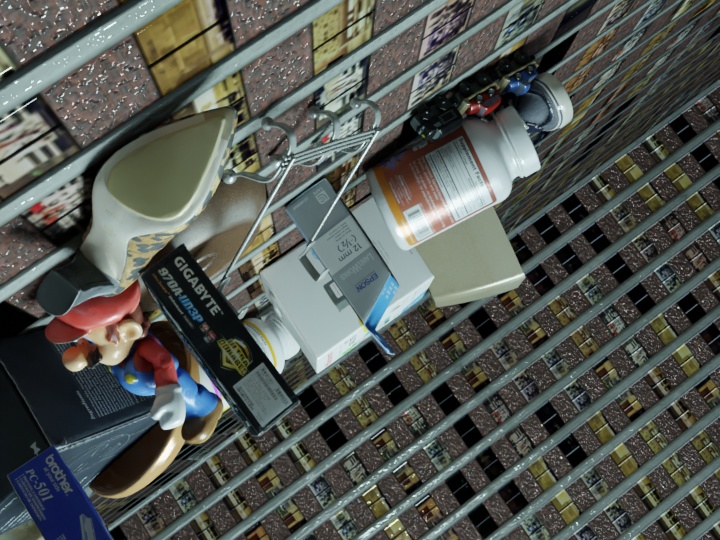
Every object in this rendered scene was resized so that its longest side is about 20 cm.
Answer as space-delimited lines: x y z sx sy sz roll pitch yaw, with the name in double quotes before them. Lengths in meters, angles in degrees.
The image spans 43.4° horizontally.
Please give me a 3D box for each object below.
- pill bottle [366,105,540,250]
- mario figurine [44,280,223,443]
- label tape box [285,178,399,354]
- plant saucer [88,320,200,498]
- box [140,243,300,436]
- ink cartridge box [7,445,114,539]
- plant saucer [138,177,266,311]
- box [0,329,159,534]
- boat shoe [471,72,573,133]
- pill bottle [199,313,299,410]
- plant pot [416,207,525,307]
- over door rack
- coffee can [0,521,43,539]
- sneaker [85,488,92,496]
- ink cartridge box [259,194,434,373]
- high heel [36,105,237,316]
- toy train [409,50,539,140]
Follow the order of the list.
"pill bottle" 0.114 -0.117 1.110 0.197 0.114 0.112 -27 172 6
"mario figurine" -0.215 0.087 0.810 0.121 0.201 0.107 -15 -139 24
"label tape box" 0.000 0.000 1.074 0.066 0.201 0.143 -36 171 2
"plant saucer" -0.243 0.157 1.015 0.199 0.202 0.037 -40 133 22
"box" -0.124 0.071 0.805 0.046 0.160 0.200 -36 176 -13
"ink cartridge box" -0.252 0.221 0.795 0.044 0.095 0.200 -32 169 -20
"plant saucer" -0.166 -0.017 0.886 0.199 0.037 0.201 -36 171 -7
"box" -0.322 0.159 0.891 0.199 0.125 0.196 -40 171 20
"boat shoe" 0.200 -0.195 1.170 0.092 0.076 0.200 -32 -174 -4
"pill bottle" -0.188 0.141 1.394 0.198 0.105 0.104 -29 169 -38
"plant pot" 0.197 -0.030 1.781 0.174 0.203 0.200 -25 172 2
"over door rack" -0.068 -0.065 0.850 0.147 0.066 0.202 -27 146 -51
"coffee can" -0.438 0.297 1.086 0.145 0.147 0.200 -29 169 -37
"sneaker" -0.362 0.209 1.198 0.201 0.086 0.081 -53 147 -13
"ink cartridge box" -0.022 0.022 1.281 0.198 0.147 0.147 -34 171 -9
"high heel" -0.156 -0.055 0.692 0.200 0.071 0.143 -44 -174 9
"toy train" 0.142 -0.206 1.069 0.198 0.046 0.034 -33 171 -25
